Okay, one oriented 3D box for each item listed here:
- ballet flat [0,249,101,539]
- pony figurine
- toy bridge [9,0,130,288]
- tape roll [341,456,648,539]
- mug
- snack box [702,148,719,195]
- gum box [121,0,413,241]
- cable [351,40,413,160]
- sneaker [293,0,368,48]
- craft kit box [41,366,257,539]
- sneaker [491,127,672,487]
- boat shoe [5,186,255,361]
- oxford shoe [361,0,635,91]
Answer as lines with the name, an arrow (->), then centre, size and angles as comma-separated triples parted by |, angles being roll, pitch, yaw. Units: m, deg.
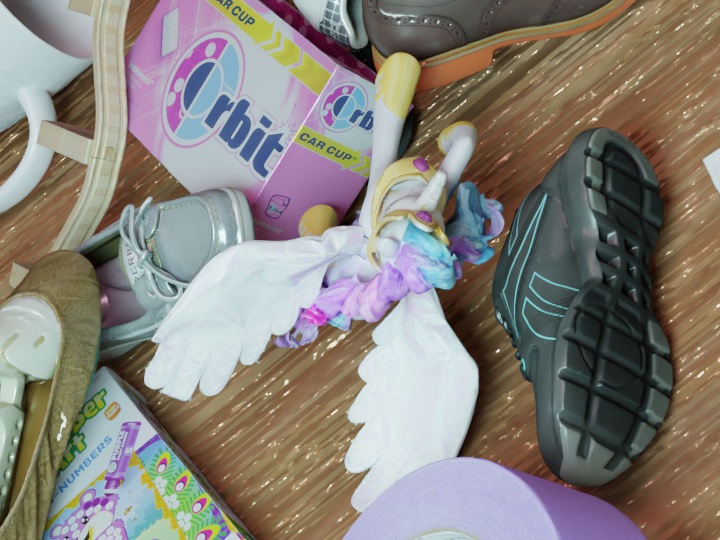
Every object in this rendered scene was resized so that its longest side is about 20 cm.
ballet flat -> -0.192, 0.077, 1.159 | 0.068, 0.072, 0.200 | 9, 77, 28
pony figurine -> 0.000, 0.000, 1.108 | 0.193, 0.166, 0.200 | -61, 10, 23
toy bridge -> -0.171, -0.078, 1.319 | 0.067, 0.027, 0.200 | 23, 103, 50
tape roll -> 0.048, 0.186, 0.940 | 0.200, 0.066, 0.200 | -33, 47, 44
mug -> -0.272, -0.131, 1.441 | 0.175, 0.148, 0.200 | -35, 73, 22
snack box -> 0.231, -0.001, 1.027 | 0.072, 0.024, 0.200 | -33, 44, 14
gum box -> -0.069, -0.102, 1.283 | 0.114, 0.066, 0.200 | -58, 42, 10
cable -> 0.002, -0.151, 1.299 | 0.097, 0.050, 0.200 | -7, 54, 34
sneaker -> 0.036, -0.220, 1.255 | 0.200, 0.076, 0.081 | -49, 58, 13
craft kit box -> -0.158, 0.178, 1.171 | 0.200, 0.049, 0.198 | -46, 40, -2
sneaker -> 0.109, 0.025, 1.081 | 0.079, 0.075, 0.200 | -31, 39, 42
boat shoe -> -0.134, 0.006, 1.227 | 0.202, 0.065, 0.075 | -22, 75, 45
oxford shoe -> 0.094, -0.172, 1.208 | 0.200, 0.073, 0.071 | -28, 43, -8
